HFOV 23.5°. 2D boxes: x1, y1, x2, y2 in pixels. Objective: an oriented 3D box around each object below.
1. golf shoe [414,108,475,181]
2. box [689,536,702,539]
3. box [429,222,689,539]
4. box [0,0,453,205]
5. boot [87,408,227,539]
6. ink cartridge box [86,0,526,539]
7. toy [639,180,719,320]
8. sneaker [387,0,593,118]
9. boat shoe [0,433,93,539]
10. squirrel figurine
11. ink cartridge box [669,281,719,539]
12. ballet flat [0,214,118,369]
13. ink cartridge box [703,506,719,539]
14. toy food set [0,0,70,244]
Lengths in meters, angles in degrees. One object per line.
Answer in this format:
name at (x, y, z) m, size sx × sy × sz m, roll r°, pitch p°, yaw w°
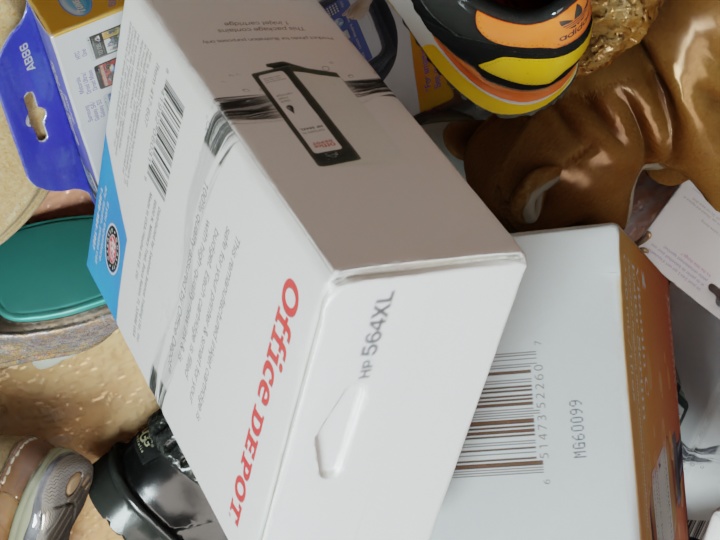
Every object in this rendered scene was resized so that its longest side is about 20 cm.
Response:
golf shoe at (0.000, 0.000, 0.837) m, size 0.200 × 0.092 × 0.073 m, roll -39°, pitch 148°, yaw -20°
box at (0.082, 0.180, 0.934) m, size 0.199 × 0.110 × 0.035 m, roll -15°, pitch 105°, yaw -34°
box at (0.084, 0.070, 0.783) m, size 0.105 × 0.154 × 0.200 m, roll -6°, pitch 173°, yaw 15°
box at (-0.057, -0.093, 0.761) m, size 0.199 × 0.042 × 0.120 m, roll -26°, pitch 136°, yaw -14°
boot at (-0.027, 0.119, 0.940) m, size 0.158 × 0.080 × 0.211 m, roll -41°, pitch 124°, yaw 10°
ink cartridge box at (-0.032, -0.003, 0.680) m, size 0.084 × 0.200 × 0.147 m, roll -6°, pitch 130°, yaw -28°
toy at (0.241, -0.061, 0.923) m, size 0.115 × 0.047 × 0.201 m, roll 36°, pitch 93°, yaw -12°
sneaker at (0.014, -0.149, 0.676) m, size 0.070 × 0.200 × 0.090 m, roll -46°, pitch 173°, yaw -17°
boat shoe at (-0.198, 0.154, 0.919) m, size 0.071 × 0.076 × 0.201 m, roll 26°, pitch 126°, yaw 3°
squirrel figurine at (0.120, -0.102, 0.800) m, size 0.186 × 0.142 × 0.200 m, roll -32°, pitch 128°, yaw 1°
ink cartridge box at (0.232, 0.100, 1.025) m, size 0.144 × 0.084 × 0.201 m, roll 3°, pitch 122°, yaw -24°
ballet flat at (-0.180, 0.023, 0.837) m, size 0.198 × 0.068 × 0.067 m, roll -12°, pitch 145°, yaw -6°
ink cartridge box at (0.247, 0.153, 0.903) m, size 0.199 × 0.084 × 0.146 m, roll -30°, pitch 139°, yaw -44°
toy food set at (-0.219, -0.078, 0.753) m, size 0.200 × 0.049 × 0.198 m, roll -42°, pitch 127°, yaw 11°
